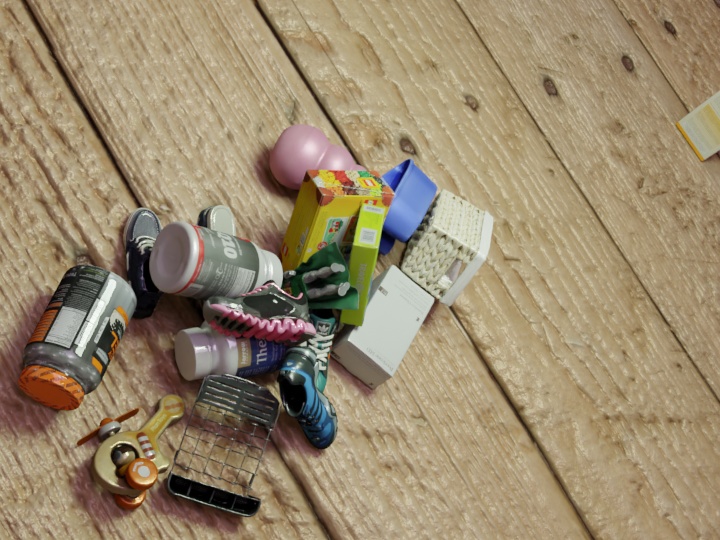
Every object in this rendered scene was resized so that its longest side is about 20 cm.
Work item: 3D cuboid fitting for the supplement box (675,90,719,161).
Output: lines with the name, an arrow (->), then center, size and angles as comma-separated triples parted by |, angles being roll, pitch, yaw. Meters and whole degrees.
supplement box -> 0.932, -0.389, 2.499 | 0.073, 0.200, 0.126 | -27, 81, -38

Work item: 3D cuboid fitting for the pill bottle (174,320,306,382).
pill bottle -> -0.199, 0.123, 1.607 | 0.199, 0.111, 0.111 | -9, 70, -34

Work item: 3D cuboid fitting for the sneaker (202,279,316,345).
sneaker -> -0.161, 0.058, 1.545 | 0.199, 0.079, 0.096 | 15, 62, -36

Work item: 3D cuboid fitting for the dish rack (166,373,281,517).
dish rack -> -0.208, 0.269, 1.526 | 0.153, 0.055, 0.201 | 23, 79, -21

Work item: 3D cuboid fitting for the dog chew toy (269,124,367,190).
dog chew toy -> -0.069, -0.189, 1.828 | 0.199, 0.125, 0.125 | 29, 53, -2

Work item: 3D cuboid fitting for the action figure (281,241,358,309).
action figure -> -0.099, 0.029, 1.667 | 0.055, 0.200, 0.119 | -17, 91, -47

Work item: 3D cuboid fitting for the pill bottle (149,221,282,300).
pill bottle -> -0.229, -0.004, 1.570 | 0.200, 0.114, 0.114 | 15, 56, -47

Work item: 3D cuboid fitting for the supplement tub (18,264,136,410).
supplement tub -> -0.430, 0.102, 1.473 | 0.122, 0.123, 0.201 | 28, 55, -15

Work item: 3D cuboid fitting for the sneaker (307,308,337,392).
sneaker -> -0.082, 0.121, 1.697 | 0.071, 0.080, 0.201 | 10, 61, -26

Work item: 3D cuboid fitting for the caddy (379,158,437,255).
caddy -> 0.058, -0.128, 1.876 | 0.105, 0.141, 0.200 | 40, 51, -13

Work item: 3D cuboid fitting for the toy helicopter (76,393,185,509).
toy helicopter -> -0.341, 0.256, 1.492 | 0.132, 0.079, 0.200 | 36, 41, 1

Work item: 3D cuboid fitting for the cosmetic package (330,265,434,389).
cosmetic package -> 0.040, 0.102, 1.781 | 0.113, 0.081, 0.200 | 38, 51, -11

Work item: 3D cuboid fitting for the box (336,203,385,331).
box -> 0.000, 0.000, 1.691 | 0.047, 0.201, 0.122 | 11, 39, 0

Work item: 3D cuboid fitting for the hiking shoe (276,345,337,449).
hiking shoe -> -0.096, 0.223, 1.597 | 0.087, 0.074, 0.201 | -55, 135, -50

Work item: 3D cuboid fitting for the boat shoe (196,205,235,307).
boat shoe -> -0.255, -0.011, 1.670 | 0.075, 0.062, 0.201 | -1, 86, -44

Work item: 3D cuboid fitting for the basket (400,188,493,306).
basket -> 0.166, -0.050, 1.871 | 0.123, 0.136, 0.200 | 32, 28, -4

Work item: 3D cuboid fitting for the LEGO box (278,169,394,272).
LEGO box -> -0.046, -0.076, 1.740 | 0.148, 0.201, 0.077 | -2, 40, -32

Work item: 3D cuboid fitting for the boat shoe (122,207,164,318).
boat shoe -> -0.348, -0.028, 1.608 | 0.074, 0.093, 0.201 | 7, 62, -28
